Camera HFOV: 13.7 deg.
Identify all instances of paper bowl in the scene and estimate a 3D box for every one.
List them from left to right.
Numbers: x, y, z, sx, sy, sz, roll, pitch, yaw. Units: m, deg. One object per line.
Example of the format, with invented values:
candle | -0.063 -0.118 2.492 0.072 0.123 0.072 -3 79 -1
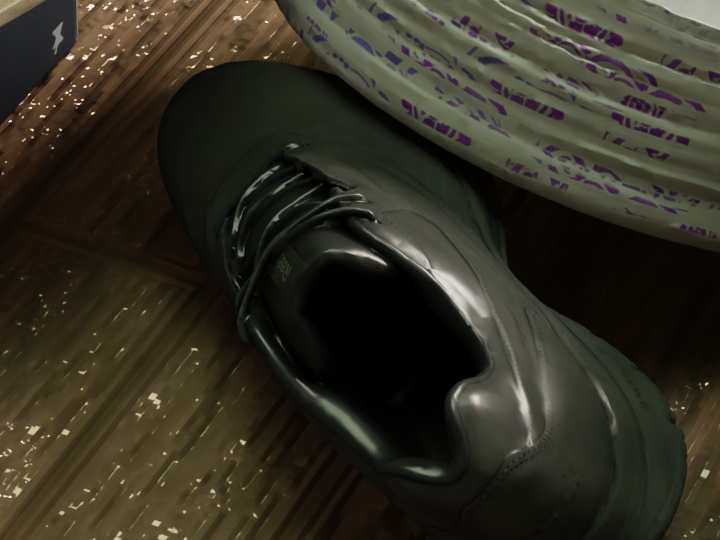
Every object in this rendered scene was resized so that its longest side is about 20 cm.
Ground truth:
paper bowl | 0.082 -0.095 0.835 0.200 0.104 0.201 19 25 -9

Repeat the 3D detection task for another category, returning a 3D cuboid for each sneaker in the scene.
sneaker | 0.000 0.000 0.756 0.091 0.076 0.200 26 13 -47

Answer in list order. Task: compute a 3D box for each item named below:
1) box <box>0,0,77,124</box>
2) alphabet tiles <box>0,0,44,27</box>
box | -0.204 -0.081 0.846 0.182 0.104 0.200 18 42 16
alphabet tiles | -0.108 -0.121 0.798 0.166 0.006 0.200 28 50 34
